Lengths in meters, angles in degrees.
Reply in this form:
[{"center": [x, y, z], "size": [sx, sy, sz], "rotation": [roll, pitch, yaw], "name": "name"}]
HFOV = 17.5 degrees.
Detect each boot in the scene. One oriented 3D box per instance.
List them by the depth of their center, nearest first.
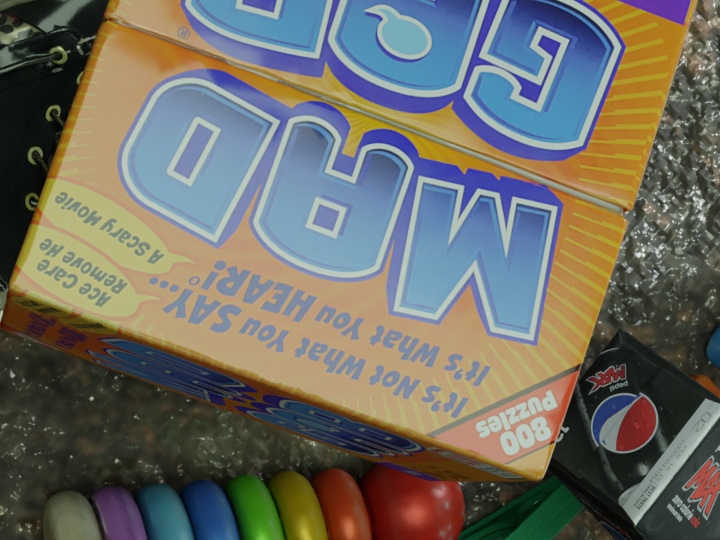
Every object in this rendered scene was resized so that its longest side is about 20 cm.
[{"center": [-0.146, -0.058, 1.081], "size": [0.202, 0.073, 0.155], "rotation": [-15, 97, -3], "name": "boot"}]

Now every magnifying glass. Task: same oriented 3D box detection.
[{"center": [0.094, 0.113, 1.136], "size": [0.200, 0.080, 0.022], "rotation": [-36, 95, -17], "name": "magnifying glass"}]

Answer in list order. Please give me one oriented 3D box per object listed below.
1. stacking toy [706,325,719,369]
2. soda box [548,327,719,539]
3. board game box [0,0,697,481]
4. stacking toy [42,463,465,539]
[{"center": [0.279, 0.071, 1.156], "size": [0.110, 0.116, 0.200], "rotation": [-46, 110, -2], "name": "stacking toy"}, {"center": [0.144, 0.099, 1.077], "size": [0.063, 0.200, 0.071], "rotation": [36, 86, 28], "name": "soda box"}, {"center": [-0.013, -0.044, 0.910], "size": [0.199, 0.200, 0.201], "rotation": [19, 82, -7], "name": "board game box"}, {"center": [-0.045, 0.130, 1.106], "size": [0.199, 0.085, 0.086], "rotation": [-9, 94, -14], "name": "stacking toy"}]
